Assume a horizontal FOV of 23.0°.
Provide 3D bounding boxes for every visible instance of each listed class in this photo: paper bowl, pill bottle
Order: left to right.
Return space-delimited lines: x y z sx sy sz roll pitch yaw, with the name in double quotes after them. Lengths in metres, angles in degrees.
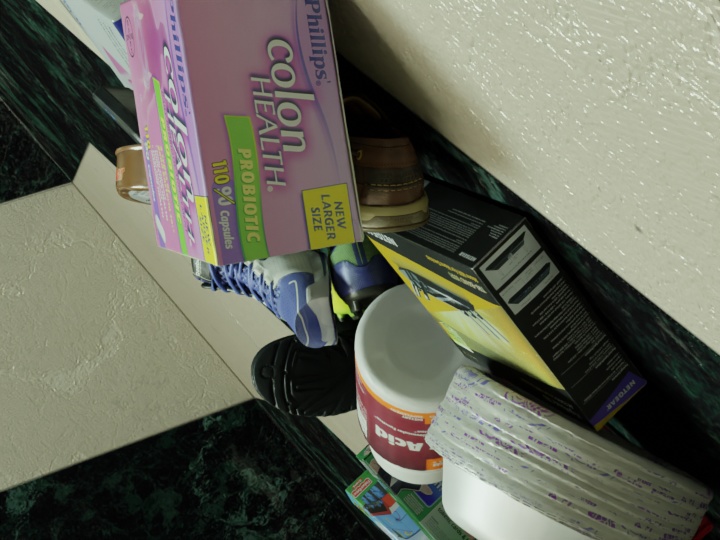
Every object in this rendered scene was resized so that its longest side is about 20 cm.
0.053 0.101 1.488 0.114 0.114 0.200 43 162 20 "pill bottle"
0.139 0.154 1.249 0.201 0.104 0.201 25 -179 0 "paper bowl"

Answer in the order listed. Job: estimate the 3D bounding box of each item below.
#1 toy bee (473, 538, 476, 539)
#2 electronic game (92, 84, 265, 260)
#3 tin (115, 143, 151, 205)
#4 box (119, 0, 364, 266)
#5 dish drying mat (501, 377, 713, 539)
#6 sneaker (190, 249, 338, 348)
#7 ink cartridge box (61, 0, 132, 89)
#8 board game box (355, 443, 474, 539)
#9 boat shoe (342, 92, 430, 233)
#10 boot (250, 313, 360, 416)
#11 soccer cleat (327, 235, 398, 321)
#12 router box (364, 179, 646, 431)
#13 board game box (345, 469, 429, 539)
0.133 0.204 1.435 0.200 0.109 0.131 14 147 24 "toy bee"
-0.148 -0.081 1.476 0.200 0.042 0.200 44 177 3 "electronic game"
-0.084 -0.066 1.325 0.200 0.042 0.112 4 178 -15 "tin"
-0.083 -0.101 1.160 0.200 0.097 0.176 -166 66 -72 "box"
0.173 0.153 1.364 0.200 0.077 0.018 42 164 25 "dish drying mat"
-0.090 0.002 1.583 0.199 0.115 0.081 -111 10 -51 "sneaker"
-0.198 -0.195 1.677 0.200 0.043 0.196 39 168 44 "ink cartridge box"
0.110 0.201 1.661 0.200 0.135 0.029 50 169 -13 "board game box"
-0.006 -0.091 1.218 0.200 0.072 0.068 -134 39 -58 "boat shoe"
-0.024 0.084 1.662 0.168 0.200 0.076 -170 74 -70 "boot"
0.001 0.000 1.596 0.200 0.065 0.084 119 137 -84 "soccer cleat"
0.092 0.016 1.233 0.157 0.052 0.200 51 170 -25 "router box"
0.104 0.234 1.766 0.200 0.151 0.037 40 167 35 "board game box"
